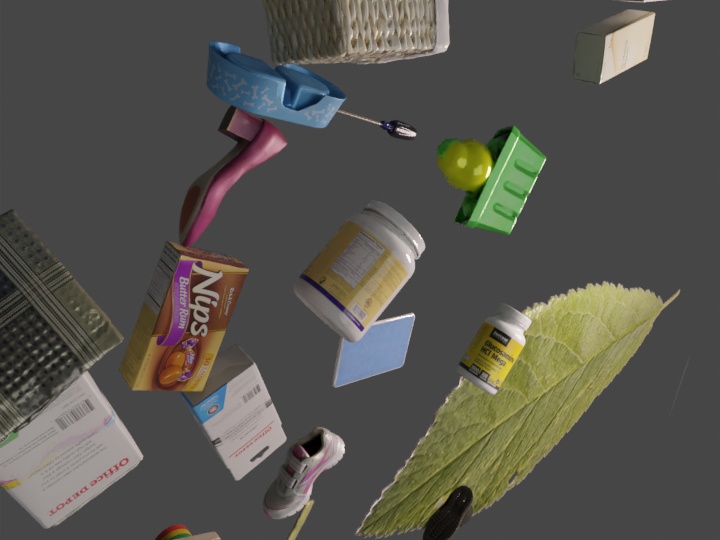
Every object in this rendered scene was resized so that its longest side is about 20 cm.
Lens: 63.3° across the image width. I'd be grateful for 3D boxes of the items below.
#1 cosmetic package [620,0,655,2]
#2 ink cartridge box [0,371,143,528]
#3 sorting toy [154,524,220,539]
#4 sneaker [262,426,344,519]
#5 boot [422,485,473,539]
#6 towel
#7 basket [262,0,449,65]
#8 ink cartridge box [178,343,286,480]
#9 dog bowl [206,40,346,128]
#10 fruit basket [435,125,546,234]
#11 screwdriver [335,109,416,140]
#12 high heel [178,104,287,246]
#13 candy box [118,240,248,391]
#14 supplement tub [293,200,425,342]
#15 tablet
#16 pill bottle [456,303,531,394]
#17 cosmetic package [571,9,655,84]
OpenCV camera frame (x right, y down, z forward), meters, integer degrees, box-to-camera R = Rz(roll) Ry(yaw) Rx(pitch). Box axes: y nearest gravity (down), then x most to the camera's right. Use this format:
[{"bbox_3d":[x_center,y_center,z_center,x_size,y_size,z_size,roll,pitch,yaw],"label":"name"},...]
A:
[{"bbox_3d":[0.635,-0.644,1.264,0.198,0.084,0.109,-22,124,-33],"label":"cosmetic package"},{"bbox_3d":[-0.392,0.207,0.746,0.144,0.087,0.203,-34,130,-24],"label":"ink cartridge box"},{"bbox_3d":[-0.361,0.523,0.971,0.197,0.069,0.203,13,103,-47],"label":"sorting toy"},{"bbox_3d":[-0.120,0.378,1.123,0.200,0.081,0.089,-48,137,-24],"label":"sneaker"},{"bbox_3d":[0.269,0.747,1.716,0.199,0.077,0.140,-40,140,-19],"label":"boot"},{"bbox_3d":[-0.398,0.066,0.641,0.192,0.034,0.201,-42,104,-24],"label":"towel"},{"bbox_3d":[-0.015,-0.350,0.696,0.159,0.197,0.204,-19,113,-30],"label":"basket"},{"bbox_3d":[-0.205,0.236,0.959,0.115,0.067,0.202,-34,132,-25],"label":"ink cartridge box"},{"bbox_3d":[-0.109,-0.236,0.757,0.198,0.112,0.050,0,127,-44],"label":"dog bowl"},{"bbox_3d":[0.225,-0.184,1.115,0.211,0.156,0.220,0,98,-2],"label":"fruit basket"},{"bbox_3d":[0.023,-0.242,0.940,0.198,0.028,0.030,9,76,-45],"label":"screwdriver"},{"bbox_3d":[-0.170,-0.113,0.789,0.095,0.067,0.203,26,90,-38],"label":"high heel"},{"bbox_3d":[-0.249,0.070,0.831,0.116,0.056,0.203,14,103,-47],"label":"candy box"},{"bbox_3d":[0.000,0.000,0.966,0.201,0.145,0.146,-50,138,-11],"label":"supplement tub"},{"bbox_3d":[0.028,0.159,1.184,0.198,0.014,0.132,-8,118,-40],"label":"tablet"},{"bbox_3d":[0.327,0.187,1.417,0.112,0.112,0.202,32,89,-48],"label":"pill bottle"},{"bbox_3d":[0.554,-0.493,1.280,0.198,0.073,0.105,-32,132,-28],"label":"cosmetic package"}]
